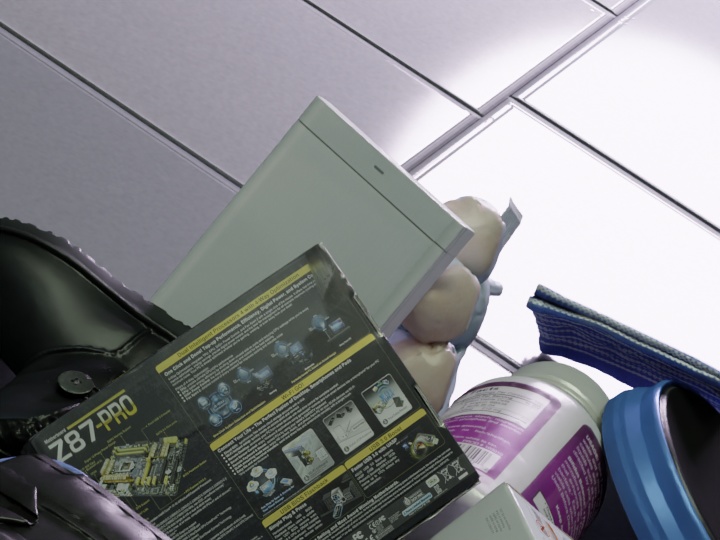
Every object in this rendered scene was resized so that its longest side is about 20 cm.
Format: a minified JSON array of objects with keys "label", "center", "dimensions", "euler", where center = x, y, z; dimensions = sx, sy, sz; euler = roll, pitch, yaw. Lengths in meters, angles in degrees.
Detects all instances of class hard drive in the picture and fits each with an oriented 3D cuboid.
[{"label":"hard drive","center":[-0.043,0.013,1.778],"dimensions":[0.132,0.200,0.027],"euler":[42,6,25]}]

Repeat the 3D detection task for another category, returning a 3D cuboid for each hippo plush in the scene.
[{"label":"hippo plush","center":[0.000,0.000,1.853],"dimensions":[0.160,0.160,0.201],"euler":[19,47,7]}]

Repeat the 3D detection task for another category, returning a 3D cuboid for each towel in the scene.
[{"label":"towel","center":[0.175,0.059,1.916],"dimensions":[0.144,0.024,0.200],"euler":[25,-5,9]}]

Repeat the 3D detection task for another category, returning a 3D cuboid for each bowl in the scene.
[{"label":"bowl","center":[0.219,0.155,1.810],"dimensions":[0.201,0.039,0.201],"euler":[48,21,-25]}]

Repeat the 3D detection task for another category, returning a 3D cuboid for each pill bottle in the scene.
[{"label":"pill bottle","center":[0.082,0.131,1.769],"dimensions":[0.112,0.113,0.200],"euler":[33,32,11]}]

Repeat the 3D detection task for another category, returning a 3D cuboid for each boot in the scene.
[{"label":"boot","center":[-0.193,0.058,1.706],"dimensions":[0.199,0.077,0.168],"euler":[29,33,11]}]

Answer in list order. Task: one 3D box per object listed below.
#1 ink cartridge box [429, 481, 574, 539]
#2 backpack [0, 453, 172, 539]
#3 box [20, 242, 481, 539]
[{"label":"ink cartridge box","center":[0.063,0.247,1.581],"dimensions":[0.084,0.175,0.200],"euler":[41,17,-41]},{"label":"backpack","center":[-0.153,0.203,1.453],"dimensions":[0.200,0.147,0.183],"euler":[42,31,15]},{"label":"box","center":[-0.059,0.106,1.617],"dimensions":[0.200,0.049,0.162],"euler":[-35,89,-17]}]
